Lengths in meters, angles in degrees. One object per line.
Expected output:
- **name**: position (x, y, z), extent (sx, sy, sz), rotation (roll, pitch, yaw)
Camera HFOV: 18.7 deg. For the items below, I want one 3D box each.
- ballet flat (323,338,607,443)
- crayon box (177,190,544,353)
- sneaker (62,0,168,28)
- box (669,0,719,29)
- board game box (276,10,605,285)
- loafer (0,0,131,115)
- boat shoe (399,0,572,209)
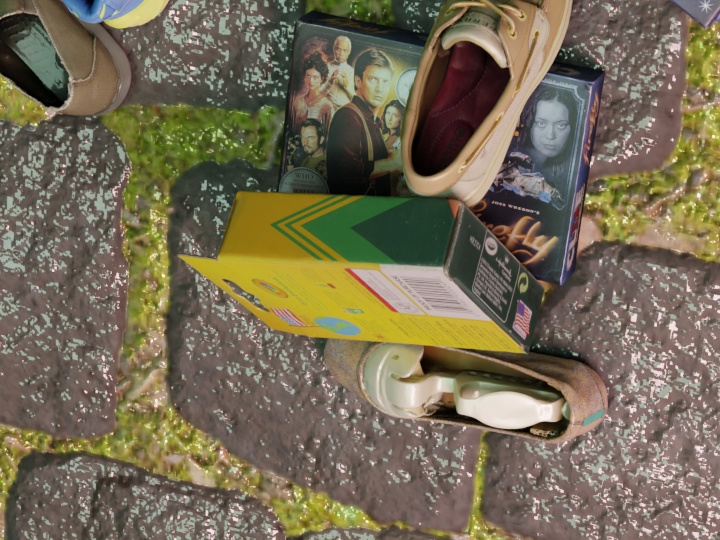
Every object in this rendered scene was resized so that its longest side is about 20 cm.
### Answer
- **ballet flat**: position (0.061, 0.073, 1.427), extent (0.199, 0.067, 0.069), rotation (7, 111, 20)
- **crayon box**: position (0.000, 0.000, 1.383), extent (0.199, 0.127, 0.051), rotation (3, 67, 31)
- **sneaker**: position (-0.175, -0.249, 1.392), extent (0.075, 0.105, 0.201), rotation (-12, 103, 24)
- **box**: position (0.190, -0.232, 1.298), extent (0.200, 0.032, 0.121), rotation (38, 116, 5)
- **board game box**: position (0.048, -0.080, 1.400), extent (0.199, 0.035, 0.136), rotation (13, 111, 17)
- **loafer**: position (-0.240, -0.178, 1.461), extent (0.200, 0.070, 0.075), rotation (40, 117, 5)
- **boat shoe**: position (0.076, -0.133, 1.320), extent (0.074, 0.066, 0.201), rotation (16, 86, 16)
